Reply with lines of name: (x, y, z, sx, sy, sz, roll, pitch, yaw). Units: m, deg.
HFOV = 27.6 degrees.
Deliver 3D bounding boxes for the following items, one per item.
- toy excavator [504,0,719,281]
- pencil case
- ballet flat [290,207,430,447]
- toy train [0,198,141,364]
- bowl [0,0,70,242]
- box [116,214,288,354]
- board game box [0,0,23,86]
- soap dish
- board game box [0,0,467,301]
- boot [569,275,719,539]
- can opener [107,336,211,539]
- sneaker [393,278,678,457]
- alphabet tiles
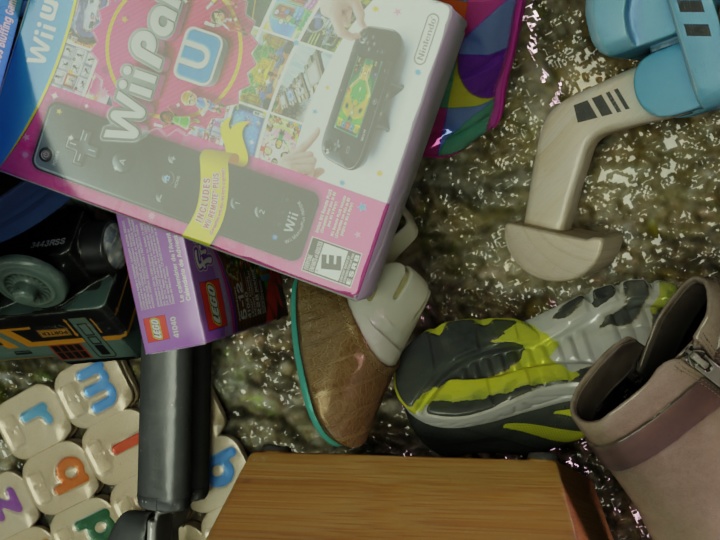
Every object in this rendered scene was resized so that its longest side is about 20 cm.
toy excavator: (0.155, -0.107, 0.778, 0.200, 0.100, 0.195, -16, 88, 31)
pencil case: (0.052, -0.154, 0.758, 0.088, 0.088, 0.200, 26, 137, 14)
ballet flat: (0.000, 0.000, 0.798, 0.072, 0.068, 0.200, -26, 44, 20)
toy train: (-0.218, 0.011, 0.890, 0.200, 0.114, 0.085, -7, 49, 22)
bowl: (-0.223, -0.096, 0.864, 0.200, 0.039, 0.201, -12, 54, 17)
box: (-0.098, -0.060, 0.829, 0.039, 0.137, 0.200, -11, 92, 17)
board game box: (-0.219, -0.079, 0.743, 0.045, 0.200, 0.152, 20, 143, -22)
soap dish: (0.036, 0.142, 0.802, 0.200, 0.157, 0.081, 0, 78, 18)
board game box: (-0.067, -0.087, 0.720, 0.200, 0.064, 0.148, 20, 96, 9)
boot: (0.156, 0.101, 0.731, 0.146, 0.070, 0.200, 34, 89, -33)
can opener: (-0.128, 0.123, 0.883, 0.067, 0.053, 0.200, 3, 95, 16)
sneaker: (0.117, 0.058, 0.812, 0.200, 0.085, 0.075, -4, 61, -1)
alphabet tiles: (-0.151, 0.156, 0.929, 0.195, 0.015, 0.200, -28, 86, 18)
